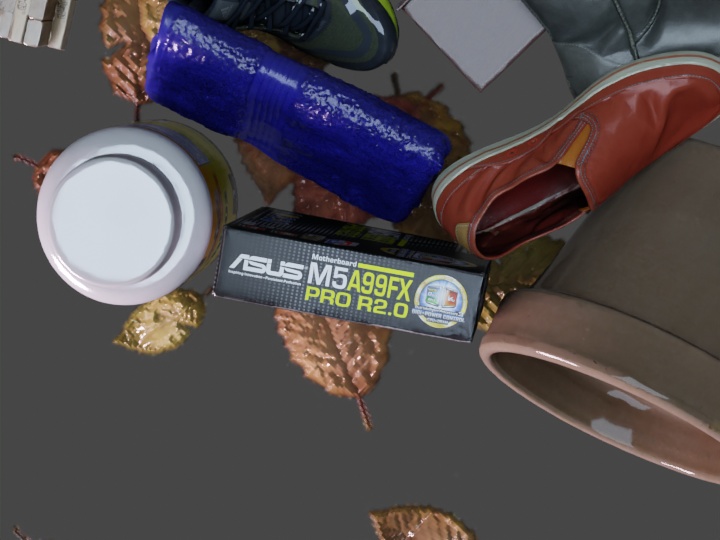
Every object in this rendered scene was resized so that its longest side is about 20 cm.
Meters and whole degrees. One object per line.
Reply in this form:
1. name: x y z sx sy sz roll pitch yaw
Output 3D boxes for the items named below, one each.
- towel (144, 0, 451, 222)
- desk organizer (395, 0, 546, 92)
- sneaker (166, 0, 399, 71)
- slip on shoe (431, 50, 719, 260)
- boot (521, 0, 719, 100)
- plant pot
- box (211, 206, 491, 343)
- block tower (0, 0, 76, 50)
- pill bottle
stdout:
1. towel: -0.043 -0.095 1.650 0.199 0.148 0.050 25 81 1
2. desk organizer: 0.120 -0.210 1.666 0.200 0.072 0.077 -44 93 7
3. sneaker: -0.070 -0.174 1.664 0.199 0.081 0.074 24 126 -4
4. slip on shoe: 0.139 -0.067 1.583 0.199 0.061 0.074 -28 134 4
5. boot: 0.165 -0.204 1.602 0.181 0.073 0.201 -27 102 -1
6. plant pot: 0.199 0.018 1.635 0.199 0.200 0.175 27 79 2
7. box: 0.000 0.000 1.629 0.159 0.200 0.045 10 96 4
8. block tower: -0.287 -0.194 1.705 0.199 0.058 0.054 14 97 2
9. pill bottle: -0.140 -0.037 1.635 0.109 0.200 0.110 0 96 5
